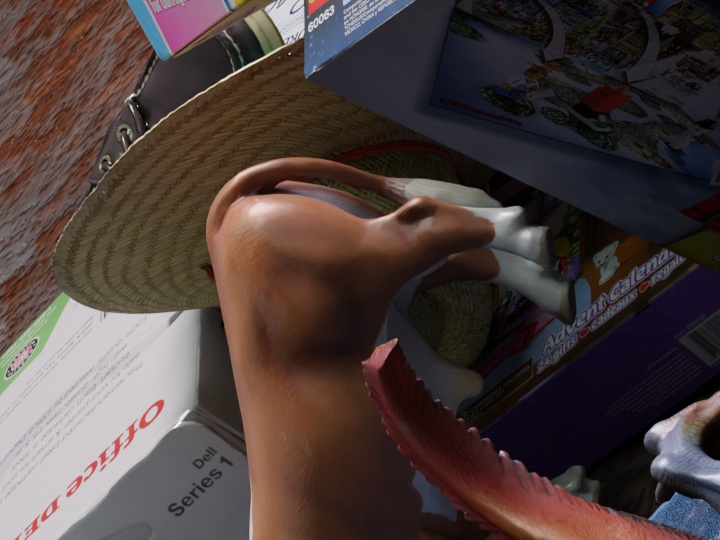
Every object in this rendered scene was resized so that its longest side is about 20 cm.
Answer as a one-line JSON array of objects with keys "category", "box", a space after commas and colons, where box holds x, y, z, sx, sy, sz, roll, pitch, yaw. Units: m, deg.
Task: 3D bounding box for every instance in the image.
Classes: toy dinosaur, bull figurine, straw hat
[{"category": "toy dinosaur", "box": [0.102, 0.112, 0.625, 0.182, 0.199, 0.105, -114, 36, -58]}, {"category": "bull figurine", "box": [0.011, 0.061, 0.894, 0.121, 0.201, 0.065, -6, 22, 11]}, {"category": "straw hat", "box": [0.000, 0.000, 0.961, 0.201, 0.201, 0.085, -38, 67, 32]}]

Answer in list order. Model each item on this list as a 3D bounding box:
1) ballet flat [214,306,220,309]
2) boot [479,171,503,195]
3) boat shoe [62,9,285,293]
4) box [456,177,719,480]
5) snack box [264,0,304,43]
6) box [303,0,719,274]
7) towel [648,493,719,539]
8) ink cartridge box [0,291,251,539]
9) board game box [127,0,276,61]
[{"category": "ballet flat", "box": [-0.041, -0.023, 1.096, 0.070, 0.066, 0.200, -19, 9, 23]}, {"category": "boot", "box": [0.049, -0.108, 1.083, 0.139, 0.077, 0.200, -56, -7, -20]}, {"category": "boat shoe", "box": [-0.081, -0.033, 1.234, 0.065, 0.073, 0.201, -31, -29, -39]}, {"category": "box", "box": [0.058, 0.020, 0.997, 0.200, 0.039, 0.137, -40, 24, 30]}, {"category": "snack box", "box": [0.017, -0.129, 1.278, 0.168, 0.068, 0.201, -23, 38, 51]}, {"category": "box", "box": [0.103, -0.063, 0.816, 0.136, 0.199, 0.038, -33, 46, 40]}, {"category": "towel", "box": [0.070, 0.126, 0.795, 0.200, 0.048, 0.112, -44, 24, 19]}, {"category": "ink cartridge box", "box": [-0.081, 0.069, 1.141, 0.146, 0.084, 0.200, -44, 23, 21]}, {"category": "board game box", "box": [0.020, -0.137, 0.892, 0.153, 0.040, 0.200, -32, 3, -25]}]
